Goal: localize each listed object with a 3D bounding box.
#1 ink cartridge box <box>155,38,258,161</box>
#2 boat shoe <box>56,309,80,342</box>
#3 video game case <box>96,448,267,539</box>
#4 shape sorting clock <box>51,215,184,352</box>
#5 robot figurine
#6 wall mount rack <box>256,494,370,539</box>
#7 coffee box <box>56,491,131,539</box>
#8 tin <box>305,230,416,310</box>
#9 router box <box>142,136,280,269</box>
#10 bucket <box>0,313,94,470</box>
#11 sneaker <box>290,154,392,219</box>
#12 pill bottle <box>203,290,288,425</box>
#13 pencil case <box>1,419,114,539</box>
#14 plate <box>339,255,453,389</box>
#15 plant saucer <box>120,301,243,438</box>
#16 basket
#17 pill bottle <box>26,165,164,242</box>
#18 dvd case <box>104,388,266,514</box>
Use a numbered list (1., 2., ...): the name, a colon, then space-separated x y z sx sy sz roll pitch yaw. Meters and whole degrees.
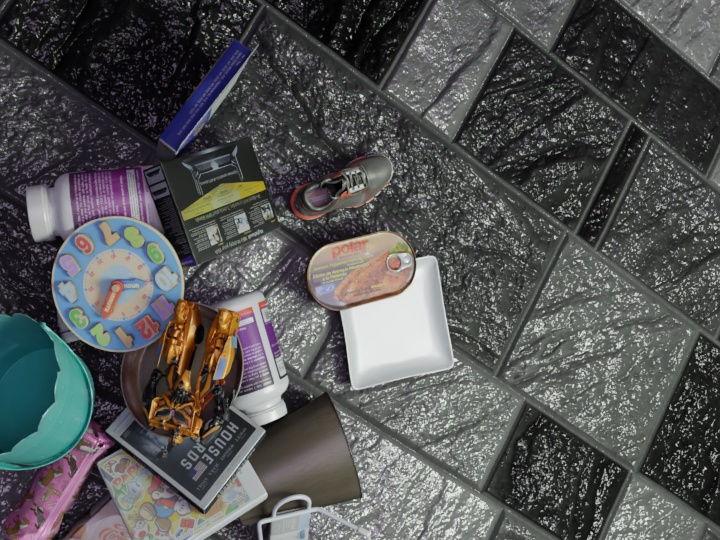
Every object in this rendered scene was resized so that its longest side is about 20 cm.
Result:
1. ink cartridge box: -0.246 -0.263 1.202 0.047 0.200 0.200 37 78 -11
2. boat shoe: -0.379 0.055 1.216 0.195 0.071 0.072 -15 93 -10
3. video game case: -0.267 0.314 1.153 0.197 0.023 0.183 -27 63 -22
4. shape sorting clock: -0.362 0.022 1.149 0.194 0.039 0.206 -1 101 -7
5. robot figurine: -0.247 0.150 1.116 0.141 0.058 0.206 9 76 15
6. wall mount rack: -0.080 0.432 1.217 0.169 0.203 0.076 -7 46 -16
7. coffee box: -0.374 0.408 1.188 0.200 0.080 0.115 -44 98 -14
8. tin: 0.000 0.000 1.315 0.195 0.042 0.115 -13 93 -15
9. router box: -0.229 -0.110 1.217 0.199 0.051 0.161 -29 104 -50
10. bucket: -0.490 0.180 1.104 0.201 0.135 0.213 -3 69 9
11. sneaker: -0.022 -0.143 1.323 0.197 0.082 0.079 -28 95 -16
12. pill bottle: -0.183 0.143 1.244 0.110 0.112 0.205 -17 91 -16
13. pencil case: -0.455 0.322 1.164 0.082 0.087 0.203 30 79 3
14. plate: 0.057 0.090 1.359 0.194 0.032 0.206 -10 90 -16
15. plant saucer: -0.266 0.151 1.166 0.194 0.032 0.206 -3 73 9
16. basket: -0.116 0.321 1.247 0.195 0.136 0.185 -20 93 -13
17. pill bottle: -0.406 -0.098 1.191 0.194 0.112 0.116 -8 89 -17
18. dvd case: -0.264 0.248 1.170 0.197 0.025 0.151 32 58 14
